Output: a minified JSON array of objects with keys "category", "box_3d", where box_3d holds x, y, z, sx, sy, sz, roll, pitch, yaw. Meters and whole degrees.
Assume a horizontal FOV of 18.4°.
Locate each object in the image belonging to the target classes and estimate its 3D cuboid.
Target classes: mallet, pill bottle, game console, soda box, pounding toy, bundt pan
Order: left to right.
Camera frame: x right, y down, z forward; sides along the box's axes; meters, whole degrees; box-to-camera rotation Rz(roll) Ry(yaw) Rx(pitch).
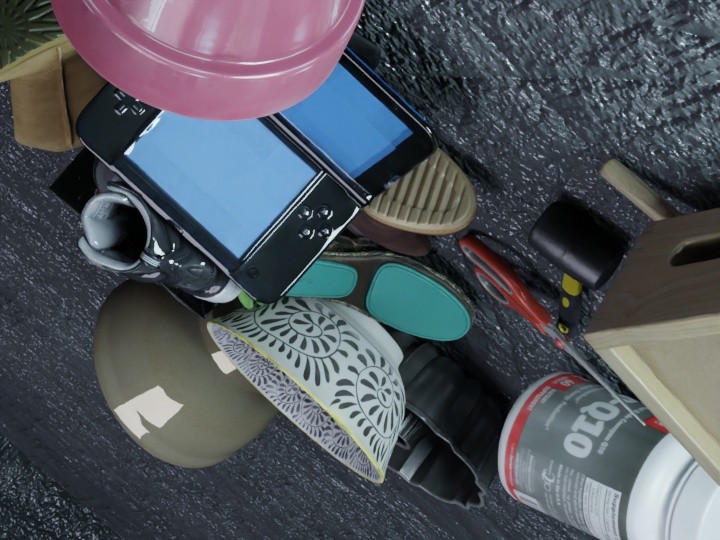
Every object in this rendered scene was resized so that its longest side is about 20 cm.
[{"category":"soda box","box_3d":[-0.199,-0.040,2.086,0.200,0.071,0.063,38,173,33]},{"category":"game console","box_3d":[-0.076,-0.095,1.563,0.200,0.171,0.118,42,178,-7]},{"category":"bundt pan","box_3d":[0.054,0.126,2.033,0.202,0.076,0.202,35,160,14]},{"category":"mallet","box_3d":[0.165,0.015,1.649,0.066,0.041,0.200,35,165,22]},{"category":"pill bottle","box_3d":[0.216,0.163,1.761,0.200,0.114,0.114,21,154,40]},{"category":"pounding toy","box_3d":[0.245,0.025,1.410,0.184,0.142,0.200,46,149,-22]}]

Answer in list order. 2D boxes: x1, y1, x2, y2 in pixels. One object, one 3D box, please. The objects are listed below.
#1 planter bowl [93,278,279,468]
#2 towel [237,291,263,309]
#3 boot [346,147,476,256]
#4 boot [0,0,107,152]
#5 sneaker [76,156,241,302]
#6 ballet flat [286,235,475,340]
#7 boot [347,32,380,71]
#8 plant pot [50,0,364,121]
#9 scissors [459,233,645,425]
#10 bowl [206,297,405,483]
[{"category":"planter bowl","box_3d":[-0.137,0.074,2.137,0.135,0.200,0.200,-28,115,40]},{"category":"towel","box_3d":[-0.145,-0.074,1.836,0.149,0.031,0.200,50,-167,-54]},{"category":"boot","box_3d":[0.029,-0.054,1.728,0.200,0.073,0.166,24,169,31]},{"category":"boot","box_3d":[-0.261,-0.141,1.698,0.200,0.175,0.066,100,152,-69]},{"category":"sneaker","box_3d":[-0.171,-0.050,1.679,0.114,0.076,0.200,13,-158,-45]},{"category":"ballet flat","box_3d":[0.000,0.000,1.833,0.199,0.075,0.068,14,122,-15]},{"category":"boot","box_3d":[-0.084,-0.169,1.655,0.200,0.066,0.165,32,162,7]},{"category":"plant pot","box_3d":[-0.079,-0.221,1.355,0.200,0.200,0.179,37,145,5]},{"category":"scissors","box_3d":[0.145,0.044,1.712,0.200,0.014,0.073,45,167,31]},{"category":"bowl","box_3d":[-0.026,0.079,1.881,0.201,0.094,0.201,40,169,9]}]
